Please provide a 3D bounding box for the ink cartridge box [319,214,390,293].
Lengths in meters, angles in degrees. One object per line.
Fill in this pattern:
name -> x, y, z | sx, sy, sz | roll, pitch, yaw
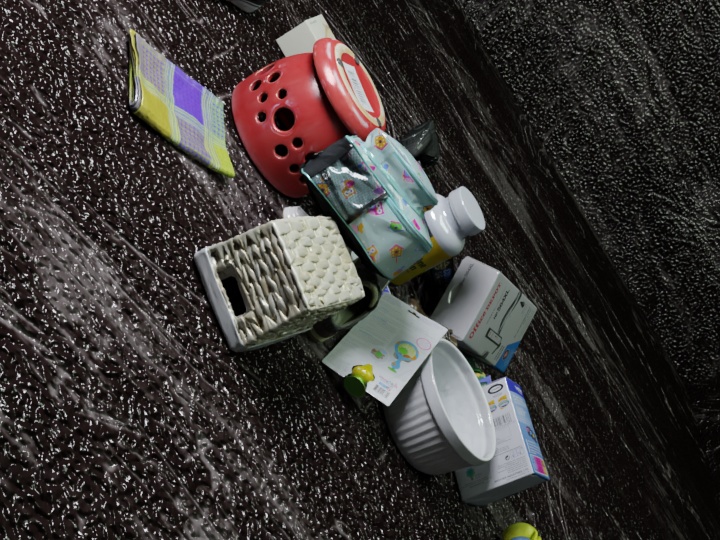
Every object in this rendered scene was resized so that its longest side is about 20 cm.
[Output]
ink cartridge box -> 0.000, 0.000, 1.624 | 0.099, 0.039, 0.202 | 11, 55, -63

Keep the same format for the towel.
towel -> -0.240, -0.219, 1.351 | 0.200, 0.023, 0.145 | 38, 33, -47

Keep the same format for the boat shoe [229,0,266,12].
boat shoe -> -0.207, -0.480, 1.646 | 0.199, 0.070, 0.073 | -4, 68, -66

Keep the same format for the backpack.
backpack -> 0.026, -0.094, 1.408 | 0.202, 0.152, 0.176 | 61, 5, -2

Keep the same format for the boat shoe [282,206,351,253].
boat shoe -> -0.041, -0.024, 1.514 | 0.201, 0.069, 0.071 | 54, 23, -24

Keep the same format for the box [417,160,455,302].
box -> 0.128, -0.069, 1.885 | 0.200, 0.049, 0.201 | 71, 1, -66

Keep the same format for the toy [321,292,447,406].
toy -> 0.034, 0.121, 1.482 | 0.114, 0.048, 0.200 | 31, 38, 12

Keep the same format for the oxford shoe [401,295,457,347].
oxford shoe -> 0.112, 0.101, 1.630 | 0.201, 0.083, 0.074 | 59, 33, -53

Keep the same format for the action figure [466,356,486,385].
action figure -> 0.240, 0.252, 1.868 | 0.118, 0.054, 0.202 | 1, 61, -62

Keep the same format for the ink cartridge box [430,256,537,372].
ink cartridge box -> 0.230, 0.085, 1.876 | 0.084, 0.147, 0.200 | 26, -6, 37

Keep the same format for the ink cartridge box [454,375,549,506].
ink cartridge box -> 0.214, 0.269, 1.674 | 0.076, 0.135, 0.203 | 31, 38, -55

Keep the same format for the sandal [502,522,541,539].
sandal -> 0.301, 0.517, 1.689 | 0.200, 0.079, 0.088 | 46, 30, -19

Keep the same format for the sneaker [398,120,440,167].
sneaker -> 0.137, -0.263, 2.178 | 0.092, 0.075, 0.200 | 66, 24, -11

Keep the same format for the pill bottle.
pill bottle -> 0.106, -0.060, 1.708 | 0.112, 0.198, 0.113 | 45, 28, -33

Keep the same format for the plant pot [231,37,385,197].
plant pot -> -0.070, -0.239, 1.547 | 0.201, 0.181, 0.202 | 51, 24, -32

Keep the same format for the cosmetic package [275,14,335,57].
cosmetic package -> -0.061, -0.352, 1.830 | 0.202, 0.072, 0.104 | 60, 22, -11

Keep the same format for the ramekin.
ramekin -> 0.116, 0.217, 1.557 | 0.200, 0.104, 0.202 | 49, 26, -33

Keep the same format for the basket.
basket -> -0.096, 0.009, 1.287 | 0.137, 0.122, 0.200 | 66, 21, 5

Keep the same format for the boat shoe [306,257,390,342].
boat shoe -> 0.000, 0.034, 1.456 | 0.201, 0.065, 0.073 | -41, 113, -40
